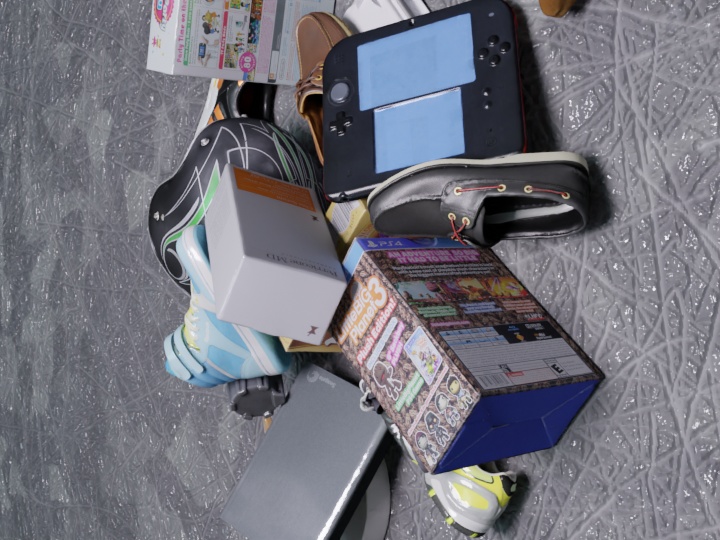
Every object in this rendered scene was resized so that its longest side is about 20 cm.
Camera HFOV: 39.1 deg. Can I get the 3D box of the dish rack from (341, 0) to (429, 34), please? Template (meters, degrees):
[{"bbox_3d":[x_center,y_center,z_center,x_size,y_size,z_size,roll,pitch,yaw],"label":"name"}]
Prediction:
[{"bbox_3d":[0.022,-0.202,1.075,0.172,0.043,0.200,-54,52,38],"label":"dish rack"}]

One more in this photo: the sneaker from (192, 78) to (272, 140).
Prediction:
[{"bbox_3d":[-0.157,-0.169,1.271,0.090,0.070,0.200,34,115,48],"label":"sneaker"}]

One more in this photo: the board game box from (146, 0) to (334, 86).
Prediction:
[{"bbox_3d":[-0.128,-0.285,1.128,0.064,0.200,0.148,22,109,48],"label":"board game box"}]

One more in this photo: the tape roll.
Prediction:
[{"bbox_3d":[-0.043,0.249,1.181,0.203,0.037,0.203,2,93,50],"label":"tape roll"}]

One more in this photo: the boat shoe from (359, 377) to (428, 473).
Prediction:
[{"bbox_3d":[0.023,0.114,0.981,0.063,0.073,0.200,-47,57,-1],"label":"boat shoe"}]

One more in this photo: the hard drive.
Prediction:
[{"bbox_3d":[-0.052,0.212,1.101,0.139,0.033,0.200,23,80,38],"label":"hard drive"}]

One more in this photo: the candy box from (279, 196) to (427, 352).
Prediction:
[{"bbox_3d":[0.000,0.000,1.049,0.200,0.117,0.057,-61,42,32],"label":"candy box"}]

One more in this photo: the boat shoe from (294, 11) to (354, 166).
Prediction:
[{"bbox_3d":[-0.032,-0.187,1.053,0.072,0.067,0.200,-38,62,45],"label":"boat shoe"}]

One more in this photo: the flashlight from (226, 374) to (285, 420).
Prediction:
[{"bbox_3d":[-0.138,0.098,1.206,0.068,0.068,0.200,-50,26,20],"label":"flashlight"}]

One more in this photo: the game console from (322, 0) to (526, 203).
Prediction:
[{"bbox_3d":[0.055,-0.161,0.954,0.200,0.031,0.177,-11,62,24],"label":"game console"}]

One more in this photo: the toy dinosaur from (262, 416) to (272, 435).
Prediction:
[{"bbox_3d":[-0.080,0.232,1.167,0.106,0.060,0.200,-52,52,2],"label":"toy dinosaur"}]

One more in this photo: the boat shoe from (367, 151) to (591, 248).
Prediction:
[{"bbox_3d":[0.101,-0.056,0.892,0.201,0.074,0.063,-6,53,16],"label":"boat shoe"}]

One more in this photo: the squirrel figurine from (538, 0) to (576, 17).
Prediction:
[{"bbox_3d":[0.138,-0.357,0.880,0.200,0.141,0.187,-55,40,19],"label":"squirrel figurine"}]

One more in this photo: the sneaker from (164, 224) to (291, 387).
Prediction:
[{"bbox_3d":[-0.171,0.051,1.074,0.130,0.200,0.080,-20,31,15],"label":"sneaker"}]

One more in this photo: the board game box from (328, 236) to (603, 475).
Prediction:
[{"bbox_3d":[0.086,0.067,0.918,0.200,0.159,0.097,53,129,36],"label":"board game box"}]

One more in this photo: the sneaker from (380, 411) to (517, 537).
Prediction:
[{"bbox_3d":[0.086,0.164,1.008,0.076,0.075,0.200,-46,58,17],"label":"sneaker"}]

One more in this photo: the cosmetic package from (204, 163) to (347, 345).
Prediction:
[{"bbox_3d":[-0.086,-0.020,0.964,0.200,0.101,0.071,-111,42,-58],"label":"cosmetic package"}]

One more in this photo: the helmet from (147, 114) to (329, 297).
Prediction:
[{"bbox_3d":[-0.128,-0.068,1.154,0.191,0.200,0.200,-42,60,33],"label":"helmet"}]
